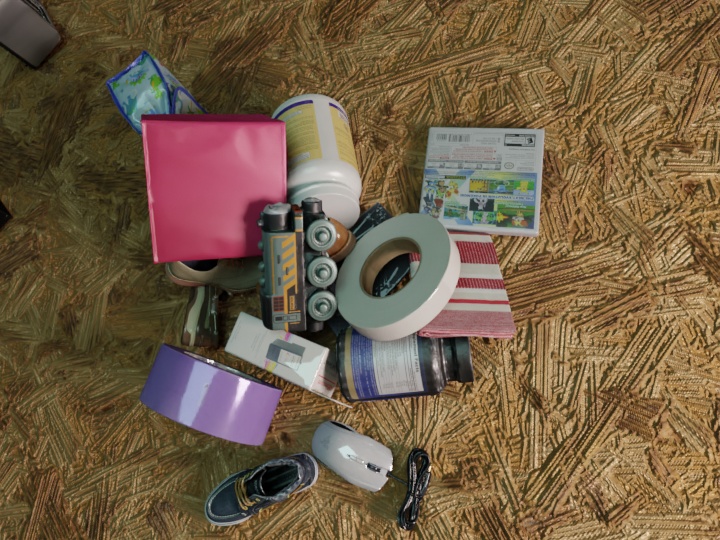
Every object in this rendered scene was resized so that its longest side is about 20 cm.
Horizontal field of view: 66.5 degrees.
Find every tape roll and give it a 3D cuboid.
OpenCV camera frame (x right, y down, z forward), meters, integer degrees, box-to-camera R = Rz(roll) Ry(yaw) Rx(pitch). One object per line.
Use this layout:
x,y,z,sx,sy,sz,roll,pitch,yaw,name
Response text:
0.052,0.005,0.810,0.199,0.037,0.206,-23,44,24,tape roll
-0.223,0.186,0.832,0.195,0.200,0.087,17,77,18,tape roll

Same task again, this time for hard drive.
0.000,0.000,0.916,0.200,0.042,0.135,-44,69,-2,hard drive

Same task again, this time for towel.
0.145,0.017,0.826,0.140,0.023,0.203,3,47,-3,towel

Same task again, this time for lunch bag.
-0.346,-0.269,1.016,0.126,0.170,0.202,-35,68,5,lunch bag

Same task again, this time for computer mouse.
0.008,0.292,0.825,0.196,0.044,0.112,20,80,19,computer mouse

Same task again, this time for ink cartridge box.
-0.098,0.141,0.858,0.196,0.117,0.069,21,77,19,ink cartridge box

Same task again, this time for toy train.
-0.094,-0.004,0.806,0.111,0.085,0.206,-5,109,-15,toy train

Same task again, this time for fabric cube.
-0.231,-0.137,0.856,0.194,0.200,0.202,-6,110,-20,fabric cube

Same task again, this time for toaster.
-0.786,-0.582,1.206,0.118,0.200,0.182,-38,68,5,toaster

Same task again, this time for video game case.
0.202,-0.152,0.922,0.194,0.022,0.187,5,75,15,video game case

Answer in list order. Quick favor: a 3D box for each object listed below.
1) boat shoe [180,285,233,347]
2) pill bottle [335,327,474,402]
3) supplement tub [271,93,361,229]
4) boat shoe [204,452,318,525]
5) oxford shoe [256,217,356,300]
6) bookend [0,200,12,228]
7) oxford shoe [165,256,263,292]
-0.261,0.037,0.966,0.073,0.075,0.208,11,68,-17,boat shoe
0.067,0.132,0.822,0.194,0.112,0.115,-8,72,10,pill bottle
-0.075,-0.173,0.920,0.142,0.146,0.205,-15,62,9,supplement tub
-0.163,0.329,0.832,0.196,0.091,0.072,-26,69,5,boat shoe
-0.104,-0.021,0.894,0.198,0.071,0.072,-35,37,17,oxford shoe
-0.869,-0.115,1.142,0.199,0.092,0.200,-47,68,-3,bookend
-0.220,-0.006,0.916,0.195,0.074,0.073,-2,73,-25,oxford shoe
